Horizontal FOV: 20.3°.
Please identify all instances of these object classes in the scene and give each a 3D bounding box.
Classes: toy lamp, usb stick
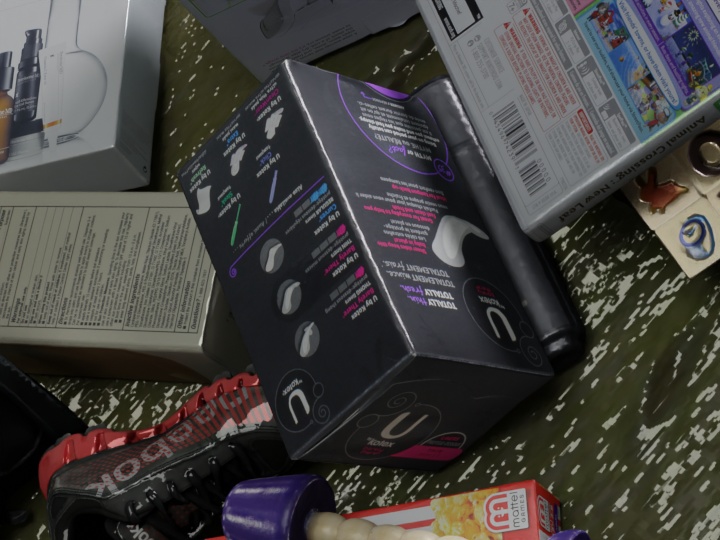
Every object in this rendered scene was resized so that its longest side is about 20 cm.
[{"bbox_3d":[0.020,0.143,1.048,0.200,0.058,0.058,8,74,26],"label":"toy lamp"},{"bbox_3d":[0.071,-0.026,1.160,0.055,0.033,0.200,-31,60,13],"label":"usb stick"}]

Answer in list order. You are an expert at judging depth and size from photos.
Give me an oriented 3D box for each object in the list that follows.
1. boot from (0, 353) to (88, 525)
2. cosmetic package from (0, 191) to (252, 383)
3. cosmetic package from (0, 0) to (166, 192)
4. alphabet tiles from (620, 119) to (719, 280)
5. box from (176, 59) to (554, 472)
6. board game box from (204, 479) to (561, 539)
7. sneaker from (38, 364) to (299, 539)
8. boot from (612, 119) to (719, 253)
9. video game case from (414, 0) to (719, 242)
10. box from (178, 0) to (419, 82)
[{"bbox_3d":[-0.258,0.114,1.170,0.073,0.198,0.163,35,80,35],"label":"boot"},{"bbox_3d":[-0.157,0.010,1.231,0.200,0.071,0.105,3,70,26],"label":"cosmetic package"},{"bbox_3d":[-0.230,-0.111,1.319,0.200,0.052,0.151,-12,56,21],"label":"cosmetic package"},{"bbox_3d":[0.206,-0.094,1.076,0.166,0.006,0.200,-36,73,3],"label":"alphabet tiles"},{"bbox_3d":[0.000,0.000,1.114,0.106,0.122,0.200,-43,55,30],"label":"box"},{"bbox_3d":[0.014,0.207,1.084,0.200,0.046,0.152,-13,64,20],"label":"board game box"},{"bbox_3d":[-0.098,0.120,1.147,0.200,0.071,0.098,-21,39,18],"label":"sneaker"},{"bbox_3d":[0.205,-0.121,1.120,0.175,0.066,0.200,35,88,20],"label":"boot"},{"bbox_3d":[0.129,-0.141,1.078,0.182,0.022,0.200,-36,53,19],"label":"video game case"},{"bbox_3d":[-0.021,-0.223,1.199,0.200,0.176,0.097,-26,61,15],"label":"box"}]
